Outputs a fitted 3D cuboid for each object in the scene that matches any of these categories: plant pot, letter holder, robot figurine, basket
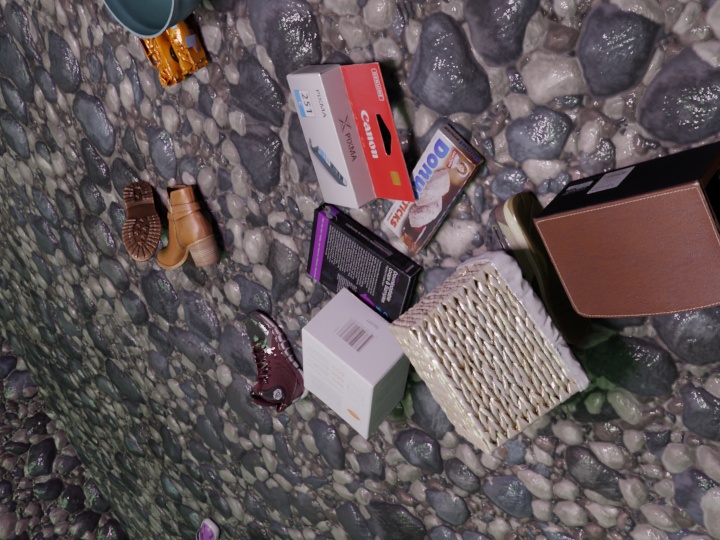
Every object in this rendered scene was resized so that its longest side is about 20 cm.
[{"bbox_3d":[-0.286,-0.458,1.142,0.198,0.134,0.203,26,134,29],"label":"plant pot"},{"bbox_3d":[0.317,-0.035,0.865,0.198,0.100,0.144,-12,111,49],"label":"letter holder"},{"bbox_3d":[-0.327,-0.408,1.280,0.144,0.058,0.203,-12,109,47],"label":"robot figurine"},{"bbox_3d":[0.156,0.101,1.026,0.202,0.160,0.198,56,174,-1],"label":"basket"}]

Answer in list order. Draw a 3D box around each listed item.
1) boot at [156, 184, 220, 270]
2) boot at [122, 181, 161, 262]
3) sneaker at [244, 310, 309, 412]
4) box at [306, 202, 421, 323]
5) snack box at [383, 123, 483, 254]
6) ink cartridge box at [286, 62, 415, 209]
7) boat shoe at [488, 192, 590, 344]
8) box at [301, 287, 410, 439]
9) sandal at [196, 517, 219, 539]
[{"bbox_3d":[-0.358,-0.085,1.543,0.198,0.076,0.158,2,115,53],"label":"boot"},{"bbox_3d":[-0.429,-0.073,1.576,0.108,0.073,0.202,93,166,-45],"label":"boot"},{"bbox_3d":[-0.186,0.185,1.530,0.202,0.115,0.075,56,141,-4],"label":"sneaker"},{"bbox_3d":[0.000,0.000,1.267,0.199,0.036,0.144,37,140,22],"label":"box"},{"bbox_3d":[0.097,-0.108,1.095,0.072,0.024,0.201,46,141,12],"label":"snack box"},{"bbox_3d":[-0.016,-0.187,1.114,0.175,0.044,0.203,16,129,53],"label":"ink cartridge box"},{"bbox_3d":[0.227,0.000,1.011,0.066,0.071,0.204,-21,97,56],"label":"boat shoe"},{"bbox_3d":[-0.008,0.156,1.303,0.151,0.106,0.201,36,152,20],"label":"box"},{"bbox_3d":[-0.451,0.787,2.303,0.082,0.050,0.205,33,137,24],"label":"sandal"}]
